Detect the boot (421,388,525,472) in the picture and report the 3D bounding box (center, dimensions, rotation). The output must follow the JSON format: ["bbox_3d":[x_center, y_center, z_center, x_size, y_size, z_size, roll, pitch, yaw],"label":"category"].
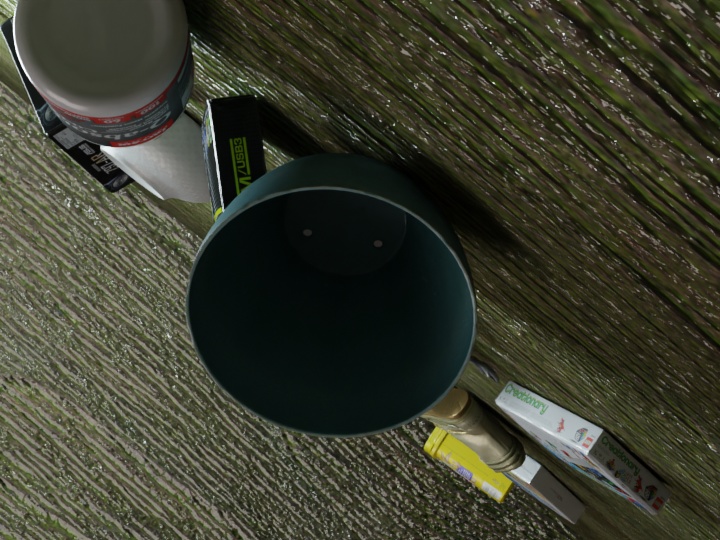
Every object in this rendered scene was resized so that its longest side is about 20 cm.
[{"bbox_3d":[0.172,0.247,2.089,0.155,0.073,0.200,42,167,-17],"label":"boot"}]

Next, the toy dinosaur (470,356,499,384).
[{"bbox_3d":[0.060,0.089,1.536,0.200,0.104,0.182,48,157,18],"label":"toy dinosaur"}]

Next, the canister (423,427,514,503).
[{"bbox_3d":[0.241,0.408,2.810,0.199,0.087,0.149,34,174,12],"label":"canister"}]

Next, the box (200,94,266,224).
[{"bbox_3d":[-0.103,-0.040,1.130,0.047,0.197,0.200,-6,-179,-9],"label":"box"}]

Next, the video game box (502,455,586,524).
[{"bbox_3d":[0.299,0.368,2.391,0.181,0.047,0.200,28,169,45],"label":"video game box"}]

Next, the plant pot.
[{"bbox_3d":[-0.016,-0.003,0.934,0.199,0.200,0.135,39,-153,-19],"label":"plant pot"}]

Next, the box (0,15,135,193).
[{"bbox_3d":[-0.346,-0.200,1.577,0.162,0.043,0.200,63,-177,19],"label":"box"}]

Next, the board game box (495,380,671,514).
[{"bbox_3d":[0.246,0.197,1.477,0.126,0.035,0.200,41,173,-26],"label":"board game box"}]

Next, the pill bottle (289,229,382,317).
[{"bbox_3d":[-0.016,-0.005,1.117,0.114,0.115,0.200,37,174,-6],"label":"pill bottle"}]

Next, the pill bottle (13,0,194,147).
[{"bbox_3d":[-0.177,-0.152,0.944,0.115,0.116,0.200,37,174,-2],"label":"pill bottle"}]

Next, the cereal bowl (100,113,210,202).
[{"bbox_3d":[-0.235,-0.142,1.494,0.199,0.084,0.200,37,173,5],"label":"cereal bowl"}]
